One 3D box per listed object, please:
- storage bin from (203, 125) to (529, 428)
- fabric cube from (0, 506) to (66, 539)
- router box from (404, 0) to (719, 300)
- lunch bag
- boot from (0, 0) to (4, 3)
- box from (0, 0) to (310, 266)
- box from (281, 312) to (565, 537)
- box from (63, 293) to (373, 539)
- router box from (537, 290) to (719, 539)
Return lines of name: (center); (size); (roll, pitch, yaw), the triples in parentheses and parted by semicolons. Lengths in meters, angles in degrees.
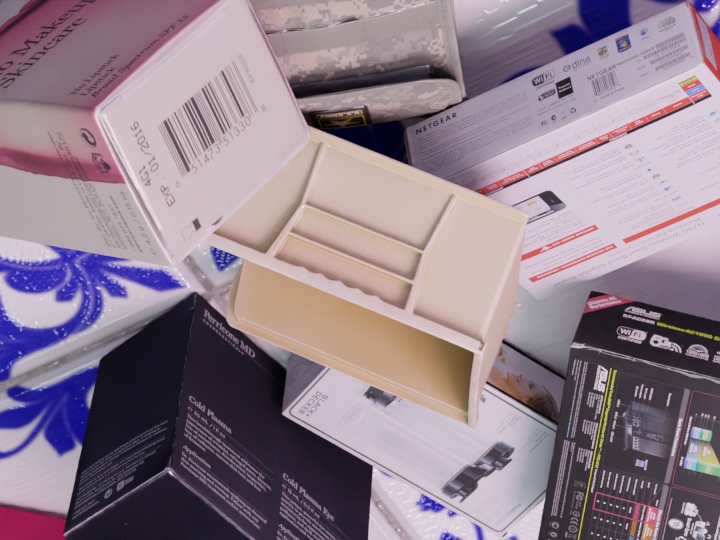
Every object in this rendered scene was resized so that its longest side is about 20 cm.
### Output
storage bin: (0.000, 0.000, 1.417); (0.197, 0.094, 0.200); (22, 166, 8)
fabric cube: (-0.246, 0.321, 1.711); (0.198, 0.201, 0.197); (11, 129, -3)
router box: (0.156, -0.070, 1.424); (0.199, 0.049, 0.179); (-23, 146, 20)
lunch bag: (-0.022, -0.158, 1.367); (0.163, 0.118, 0.201); (-7, 136, 5)
boot: (-0.223, -0.116, 1.424); (0.200, 0.096, 0.073); (39, 122, -24)
box: (-0.150, -0.091, 1.303); (0.199, 0.128, 0.109); (9, 135, 45)
box: (0.057, 0.096, 1.597); (0.199, 0.060, 0.117); (30, 124, -18)
box: (-0.093, 0.155, 1.577); (0.104, 0.183, 0.200); (-32, 119, 27)
router box: (0.207, 0.121, 1.510); (0.149, 0.062, 0.201); (14, 130, 10)
